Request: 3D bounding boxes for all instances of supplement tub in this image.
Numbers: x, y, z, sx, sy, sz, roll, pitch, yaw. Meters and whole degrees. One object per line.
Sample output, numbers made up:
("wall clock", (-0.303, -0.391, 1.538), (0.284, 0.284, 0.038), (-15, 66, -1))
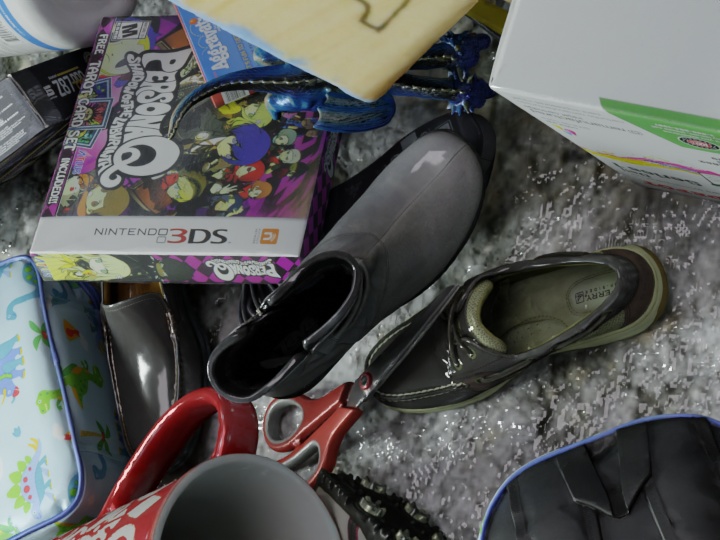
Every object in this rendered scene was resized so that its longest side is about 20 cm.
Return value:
("supplement tub", (-0.262, -0.216, 1.365), (0.199, 0.132, 0.133), (2, 76, 40))

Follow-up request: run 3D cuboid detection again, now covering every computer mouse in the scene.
("computer mouse", (0.001, -0.043, 1.230), (0.200, 0.046, 0.141), (-36, 41, 12))

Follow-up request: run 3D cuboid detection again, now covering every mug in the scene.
("mug", (-0.110, 0.180, 1.158), (0.200, 0.133, 0.178), (-26, 26, 48))

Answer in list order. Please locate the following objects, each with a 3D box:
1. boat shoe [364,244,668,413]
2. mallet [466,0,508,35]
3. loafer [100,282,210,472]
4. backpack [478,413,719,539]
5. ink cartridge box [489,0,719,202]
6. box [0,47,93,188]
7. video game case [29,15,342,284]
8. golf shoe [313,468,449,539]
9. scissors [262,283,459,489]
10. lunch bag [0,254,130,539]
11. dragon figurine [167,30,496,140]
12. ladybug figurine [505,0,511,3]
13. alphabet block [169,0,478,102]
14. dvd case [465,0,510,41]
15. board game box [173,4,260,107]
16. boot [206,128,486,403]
("boat shoe", (0.081, 0.030, 1.140), (0.200, 0.066, 0.072), (-21, 69, 26))
("mallet", (0.081, -0.146, 1.194), (0.200, 0.041, 0.066), (41, 97, 29))
("loafer", (-0.146, 0.033, 1.270), (0.072, 0.072, 0.201), (-17, 67, 26))
("backpack", (0.153, 0.189, 0.993), (0.182, 0.147, 0.201), (-18, 67, 7))
("ink cartridge box", (0.183, -0.096, 1.041), (0.144, 0.200, 0.085), (15, 85, 33))
("box", (-0.271, -0.072, 1.327), (0.199, 0.161, 0.049), (-35, 96, 18))
("video game case", (-0.103, -0.081, 1.241), (0.180, 0.036, 0.201), (1, 55, 15))
("golf shoe", (0.026, 0.197, 1.120), (0.200, 0.077, 0.088), (45, 107, 33))
("scissors", (0.001, 0.081, 1.169), (0.200, 0.014, 0.074), (-34, 51, 39))
("lunch bag", (-0.241, 0.103, 1.300), (0.160, 0.082, 0.201), (-27, 63, 20))
("dragon figurine", (-0.014, -0.115, 1.156), (0.099, 0.199, 0.059), (16, 113, 56))
("ladybug figurine", (0.128, -0.220, 1.149), (0.199, 0.072, 0.136), (24, 71, 30))
("alphabet block", (-0.009, -0.249, 1.047), (0.200, 0.196, 0.196), (-40, 34, 47))
("dvd case", (0.112, -0.217, 1.226), (0.200, 0.018, 0.143), (42, 98, 32))
("board game box", (-0.078, -0.196, 1.286), (0.102, 0.020, 0.201), (-21, 50, -3))
("boot", (0.000, 0.000, 1.094), (0.070, 0.132, 0.200), (38, 90, 6))
